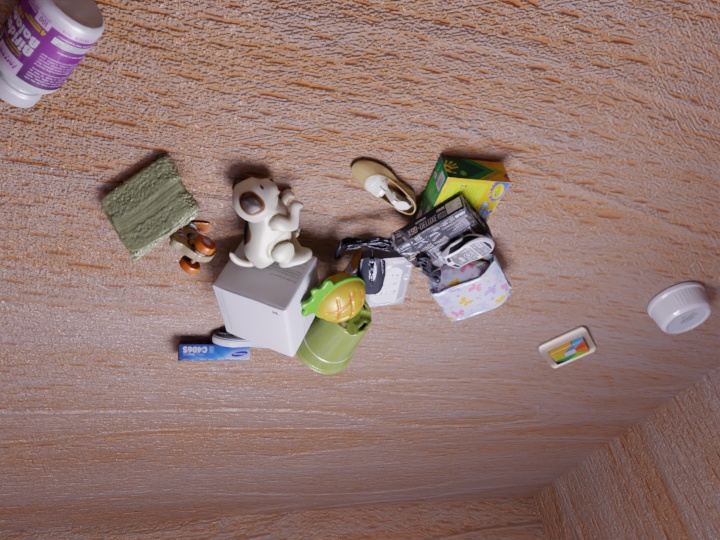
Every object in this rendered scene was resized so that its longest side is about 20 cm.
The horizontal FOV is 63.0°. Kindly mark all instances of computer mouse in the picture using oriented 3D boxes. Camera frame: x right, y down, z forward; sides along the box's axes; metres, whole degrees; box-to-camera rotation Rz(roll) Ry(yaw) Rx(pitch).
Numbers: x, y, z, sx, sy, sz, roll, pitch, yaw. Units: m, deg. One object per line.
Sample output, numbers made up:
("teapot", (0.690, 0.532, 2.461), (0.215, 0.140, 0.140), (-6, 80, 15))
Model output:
("computer mouse", (0.000, 0.000, 1.453), (0.137, 0.047, 0.202), (5, 137, -6))
("computer mouse", (0.227, -0.039, 1.398), (0.198, 0.045, 0.109), (-28, 138, 31))

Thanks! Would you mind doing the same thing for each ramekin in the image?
("ramekin", (1.106, 0.136, 2.030), (0.198, 0.095, 0.204), (-8, 141, -6))

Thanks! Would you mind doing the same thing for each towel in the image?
("towel", (-0.436, -0.130, 1.216), (0.198, 0.150, 0.036), (-31, -179, 16))

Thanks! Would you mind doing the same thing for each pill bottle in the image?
("pill bottle", (-0.505, -0.354, 0.928), (0.199, 0.114, 0.112), (-36, 137, 25))

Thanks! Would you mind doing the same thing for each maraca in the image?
("maraca", (-0.062, 0.065, 1.406), (0.198, 0.107, 0.138), (3, 128, -54))

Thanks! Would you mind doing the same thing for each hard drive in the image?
("hard drive", (0.062, 0.022, 1.560), (0.137, 0.038, 0.202), (-4, 139, -12))

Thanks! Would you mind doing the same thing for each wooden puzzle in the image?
("wooden puzzle", (0.765, 0.292, 2.165), (0.183, 0.038, 0.200), (-28, 139, 18))

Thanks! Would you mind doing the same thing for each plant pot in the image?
("plant pot", (-0.064, 0.150, 1.579), (0.196, 0.204, 0.190), (8, 149, -25))

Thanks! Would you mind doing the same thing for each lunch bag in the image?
("lunch bag", (0.308, 0.035, 1.644), (0.197, 0.129, 0.170), (-19, 140, 23))

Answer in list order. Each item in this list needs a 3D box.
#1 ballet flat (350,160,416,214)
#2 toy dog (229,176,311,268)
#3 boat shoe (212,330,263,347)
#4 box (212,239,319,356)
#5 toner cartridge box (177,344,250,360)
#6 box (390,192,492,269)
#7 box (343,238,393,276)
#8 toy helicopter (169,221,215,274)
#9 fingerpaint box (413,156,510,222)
("ballet flat", (0.061, -0.187, 1.344), (0.198, 0.064, 0.068), (24, 129, -37))
("toy dog", (-0.216, -0.116, 1.299), (0.190, 0.141, 0.202), (-17, 130, -3))
("boat shoe", (-0.327, 0.176, 1.668), (0.195, 0.072, 0.073), (0, 99, 10))
("box", (-0.218, 0.062, 1.421), (0.196, 0.173, 0.201), (17, 143, 13))
("toner cartridge box", (-0.425, 0.238, 1.702), (0.196, 0.044, 0.095), (3, 170, -20))
("box", (0.196, -0.081, 1.409), (0.198, 0.050, 0.157), (-30, 140, 24))
("box", (0.030, -0.004, 1.578), (0.117, 0.042, 0.201), (10, 138, -27))
("toy helicopter", (-0.405, -0.092, 1.296), (0.199, 0.133, 0.079), (37, 111, -17))
("fingerpaint box", (0.238, -0.169, 1.410), (0.163, 0.074, 0.202), (1, 141, -17))
